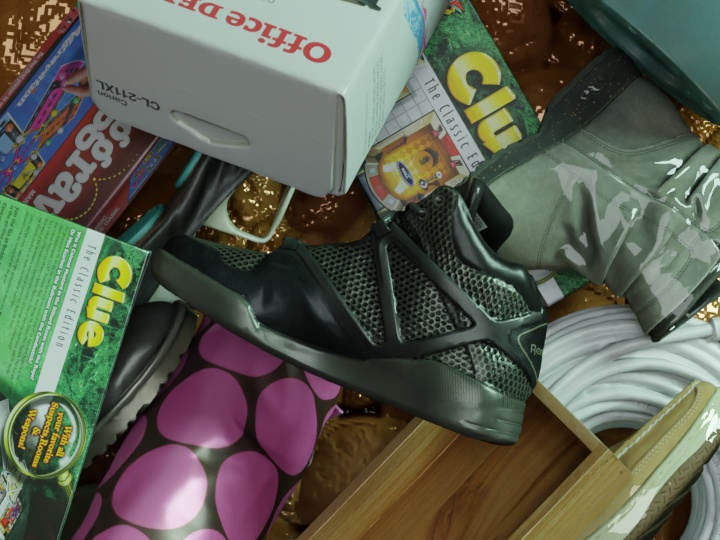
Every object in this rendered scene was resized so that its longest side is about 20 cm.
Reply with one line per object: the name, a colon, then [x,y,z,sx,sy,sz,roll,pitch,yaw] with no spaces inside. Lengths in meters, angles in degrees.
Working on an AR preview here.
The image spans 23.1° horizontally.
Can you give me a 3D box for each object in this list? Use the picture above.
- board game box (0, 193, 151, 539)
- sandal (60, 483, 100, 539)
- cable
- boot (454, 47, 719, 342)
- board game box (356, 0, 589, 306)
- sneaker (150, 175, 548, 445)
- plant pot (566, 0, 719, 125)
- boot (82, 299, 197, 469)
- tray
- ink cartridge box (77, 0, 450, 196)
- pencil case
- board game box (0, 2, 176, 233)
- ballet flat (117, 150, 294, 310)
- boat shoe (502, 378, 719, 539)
board game box: [-0.176,0.068,0.827,0.104,0.023,0.201,22,77,-21]
sandal: [-0.184,0.203,0.933,0.079,0.057,0.202,28,86,2]
cable: [0.142,0.119,0.939,0.198,0.069,0.202,3,86,0]
boot: [0.113,-0.010,0.904,0.200,0.068,0.131,-43,79,-7]
board game box: [0.048,-0.064,0.967,0.104,0.023,0.201,-30,87,-5]
sneaker: [0.000,0.000,0.849,0.198,0.076,0.115,19,85,19]
plant pot: [0.193,-0.174,0.905,0.200,0.201,0.161,41,95,2]
boot: [-0.206,0.024,0.876,0.182,0.073,0.200,-45,103,-5]
tray: [0.029,0.138,0.856,0.200,0.037,0.099,-45,45,0]
ink cartridge box: [-0.033,-0.155,0.899,0.145,0.083,0.201,20,58,11]
pencil case: [-0.076,0.110,0.886,0.094,0.090,0.201,58,45,-31]
board game box: [-0.177,-0.044,0.950,0.103,0.019,0.200,36,86,27]
ballet flat: [-0.086,-0.024,0.939,0.068,0.068,0.200,40,97,-7]
boat shoe: [0.102,0.122,0.874,0.076,0.072,0.200,41,86,18]
